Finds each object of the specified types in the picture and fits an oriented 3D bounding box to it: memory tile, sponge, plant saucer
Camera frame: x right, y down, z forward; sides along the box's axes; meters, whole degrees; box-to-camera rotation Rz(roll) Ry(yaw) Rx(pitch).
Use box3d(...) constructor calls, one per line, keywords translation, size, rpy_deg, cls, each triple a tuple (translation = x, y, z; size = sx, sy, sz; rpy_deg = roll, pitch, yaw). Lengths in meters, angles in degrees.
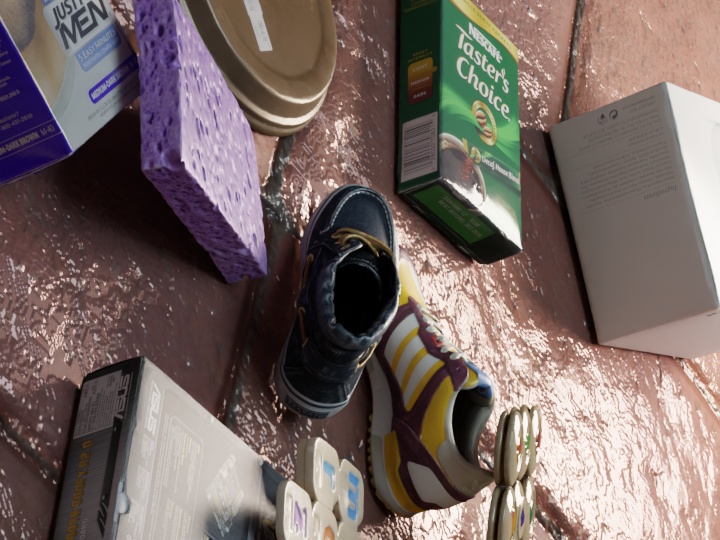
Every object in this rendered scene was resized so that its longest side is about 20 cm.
box3d(translation=(0.102, 0.193, 1.550), size=(0.153, 0.017, 0.202), rpy_deg=(11, 84, -78), cls="memory tile")
box3d(translation=(-0.097, -0.077, 1.393), size=(0.200, 0.030, 0.112), rpy_deg=(59, 23, -67), cls="sponge")
box3d(translation=(-0.074, -0.192, 1.578), size=(0.200, 0.029, 0.201), rpy_deg=(37, 44, -46), cls="plant saucer")

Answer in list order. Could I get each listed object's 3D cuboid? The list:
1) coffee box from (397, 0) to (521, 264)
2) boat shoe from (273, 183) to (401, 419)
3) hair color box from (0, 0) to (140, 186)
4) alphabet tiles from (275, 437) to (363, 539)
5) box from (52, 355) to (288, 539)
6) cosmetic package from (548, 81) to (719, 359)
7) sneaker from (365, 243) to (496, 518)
box3d(translation=(0.078, -0.120, 1.777), size=(0.123, 0.044, 0.201), rpy_deg=(40, 41, -43), cls="coffee box")
box3d(translation=(0.000, 0.000, 1.503), size=(0.070, 0.091, 0.201), rpy_deg=(22, 46, -10), cls="boat shoe")
box3d(translation=(-0.208, -0.164, 1.296), size=(0.201, 0.065, 0.109), rpy_deg=(61, 31, -14), cls="hair color box")
box3d(translation=(-0.021, 0.209, 1.384), size=(0.196, 0.014, 0.202), rpy_deg=(47, 41, -63), cls="alphabet tiles")
box3d(translation=(-0.106, 0.173, 1.282), size=(0.158, 0.048, 0.201), rpy_deg=(45, 38, -40), cls="box")
box3d(translation=(0.278, -0.037, 1.987), size=(0.199, 0.122, 0.201), rpy_deg=(11, 62, -57), cls="cosmetic package")
box3d(translation=(0.051, 0.067, 1.570), size=(0.075, 0.090, 0.201), rpy_deg=(20, 56, -54), cls="sneaker")
